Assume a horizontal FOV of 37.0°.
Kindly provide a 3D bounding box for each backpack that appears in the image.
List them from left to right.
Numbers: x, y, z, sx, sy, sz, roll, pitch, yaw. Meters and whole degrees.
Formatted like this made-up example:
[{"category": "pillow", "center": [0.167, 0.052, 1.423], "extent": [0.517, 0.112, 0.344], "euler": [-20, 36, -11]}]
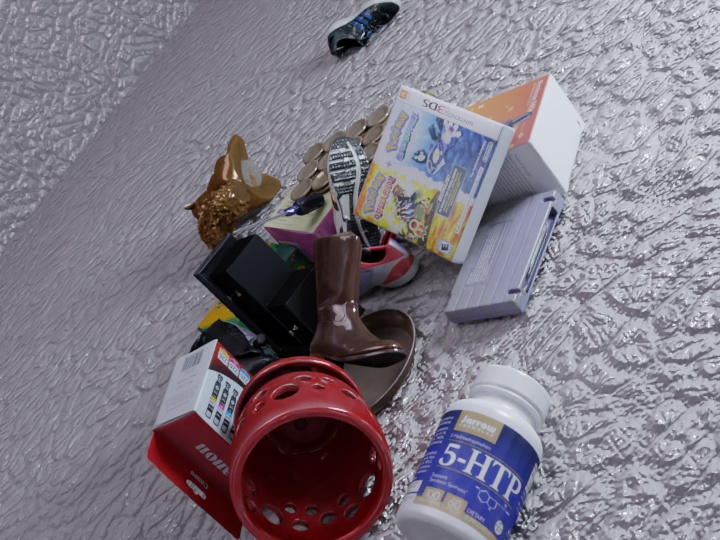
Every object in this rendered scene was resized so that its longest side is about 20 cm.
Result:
[{"category": "backpack", "center": [-0.196, 0.165, 1.652], "extent": [0.167, 0.127, 0.200], "euler": [-44, 30, -4]}]

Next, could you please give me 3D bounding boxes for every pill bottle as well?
[{"category": "pill bottle", "center": [0.130, 0.210, 1.166], "extent": [0.119, 0.120, 0.202], "euler": [-7, 46, 48]}]

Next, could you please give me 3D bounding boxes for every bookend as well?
[{"category": "bookend", "center": [-0.125, 0.033, 1.623], "extent": [0.093, 0.199, 0.199], "euler": [-51, 18, -21]}]

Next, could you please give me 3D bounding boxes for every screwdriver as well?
[{"category": "screwdriver", "center": [-0.132, -0.086, 1.710], "extent": [0.198, 0.028, 0.029], "euler": [-25, 5, -39]}]

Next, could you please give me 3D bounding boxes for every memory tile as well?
[{"category": "memory tile", "center": [-0.032, -0.195, 1.834], "extent": [0.198, 0.017, 0.155], "euler": [-25, 34, 31]}]

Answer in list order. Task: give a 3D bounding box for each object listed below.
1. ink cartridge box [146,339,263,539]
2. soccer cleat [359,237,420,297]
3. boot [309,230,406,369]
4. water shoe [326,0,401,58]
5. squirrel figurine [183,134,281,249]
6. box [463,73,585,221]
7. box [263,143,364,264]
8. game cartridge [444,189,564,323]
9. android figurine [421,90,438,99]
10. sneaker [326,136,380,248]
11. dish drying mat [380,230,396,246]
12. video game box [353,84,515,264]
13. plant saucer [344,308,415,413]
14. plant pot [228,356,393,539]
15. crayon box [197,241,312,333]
[{"category": "ink cartridge box", "center": [-0.180, 0.232, 1.460], "extent": [0.083, 0.200, 0.177], "euler": [-25, 32, 28]}, {"category": "soccer cleat", "center": [0.000, 0.000, 1.670], "extent": [0.198, 0.073, 0.069], "euler": [-18, 38, 40]}, {"category": "boot", "center": [-0.005, 0.032, 1.487], "extent": [0.184, 0.064, 0.204], "euler": [-9, 71, 43]}, {"category": "water shoe", "center": [0.014, -0.542, 2.416], "extent": [0.198, 0.071, 0.080], "euler": [-24, 61, 31]}, {"category": "squirrel figurine", "center": [-0.283, -0.135, 2.170], "extent": [0.185, 0.141, 0.202], "euler": [-30, 28, 36]}, {"category": "box", "center": [0.212, -0.174, 1.590], "extent": [0.198, 0.106, 0.154], "euler": [-18, 37, 40]}, {"category": "box", "center": [-0.042, -0.114, 1.857], "extent": [0.201, 0.097, 0.175], "euler": [-54, 30, -17]}, {"category": "game cartridge", "center": [0.198, -0.018, 1.478], "extent": [0.129, 0.038, 0.202], "euler": [-17, 38, 48]}, {"category": "android figurine", "center": [0.065, -0.173, 1.659], "extent": [0.182, 0.040, 0.203], "euler": [120, 174, -81]}, {"category": "sneaker", "center": [-0.023, -0.114, 1.730], "extent": [0.080, 0.072, 0.204], "euler": [154, 110, -68]}, {"category": "dish drying mat", "center": [0.071, -0.113, 1.673], "extent": [0.077, 0.018, 0.202], "euler": [-70, 2, -60]}, {"category": "video game box", "center": [0.101, -0.138, 1.519], "extent": [0.180, 0.047, 0.203], "euler": [26, 100, 32]}, {"category": "plant saucer", "center": [0.005, 0.142, 1.518], "extent": [0.199, 0.032, 0.202], "euler": [-33, 29, 21]}, {"category": "plant pot", "center": [-0.066, 0.218, 1.341], "extent": [0.200, 0.201, 0.183], "euler": [-39, 20, 9]}, {"category": "crayon box", "center": [-0.181, 0.048, 1.862], "extent": [0.201, 0.058, 0.118], "euler": [-53, 29, -16]}]
